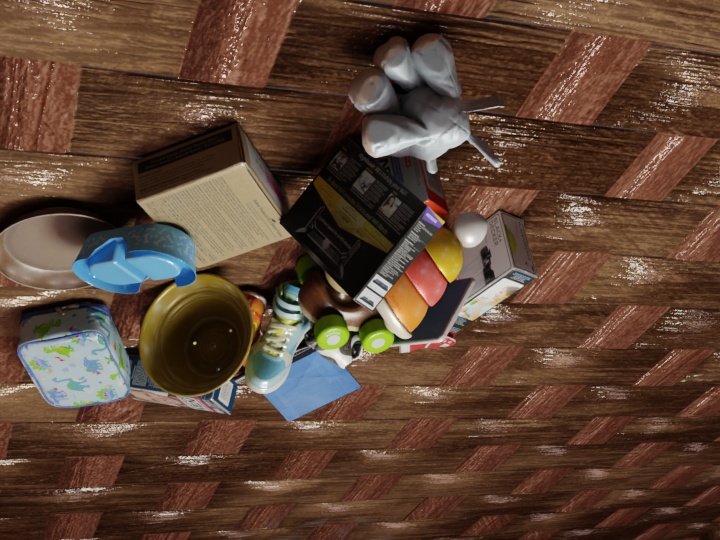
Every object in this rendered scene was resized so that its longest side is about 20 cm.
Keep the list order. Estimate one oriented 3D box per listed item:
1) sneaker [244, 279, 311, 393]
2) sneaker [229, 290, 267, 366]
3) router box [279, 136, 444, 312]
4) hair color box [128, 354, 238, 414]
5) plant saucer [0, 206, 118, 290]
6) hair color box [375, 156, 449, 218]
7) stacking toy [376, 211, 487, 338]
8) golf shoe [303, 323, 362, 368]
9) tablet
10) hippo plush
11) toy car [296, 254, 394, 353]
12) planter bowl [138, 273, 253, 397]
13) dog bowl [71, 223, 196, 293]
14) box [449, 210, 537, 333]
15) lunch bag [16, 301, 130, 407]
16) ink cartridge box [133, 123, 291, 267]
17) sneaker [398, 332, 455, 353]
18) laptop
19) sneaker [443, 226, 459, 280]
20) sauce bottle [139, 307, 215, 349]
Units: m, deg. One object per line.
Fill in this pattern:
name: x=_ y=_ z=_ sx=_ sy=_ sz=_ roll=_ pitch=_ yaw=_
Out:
sneaker: x=-0.133 y=0.096 z=1.753 sx=0.078 sy=0.202 sz=0.132 roll=19 pitch=139 yaw=5
sneaker: x=-0.203 y=0.114 z=1.829 sx=0.072 sy=0.078 sz=0.201 roll=17 pitch=144 yaw=9
router box: x=-0.002 y=-0.066 z=1.449 sx=0.158 sy=0.200 sz=0.052 roll=-50 pitch=140 yaw=6
hair color box: x=-0.328 y=0.202 z=1.880 sx=0.196 sy=0.062 sz=0.100 roll=7 pitch=159 yaw=18
plant saucer: x=-0.440 y=-0.036 z=1.561 sx=0.196 sy=0.033 sz=0.201 roll=-8 pitch=150 yaw=-5
hair color box: x=0.023 y=-0.093 z=1.548 sx=0.198 sy=0.112 sz=0.064 roll=-29 pitch=146 yaw=26
stacking toy: x=0.098 y=-0.012 z=1.502 sx=0.198 sy=0.147 sz=0.146 roll=-33 pitch=146 yaw=4
golf shoe: x=-0.037 y=0.112 z=1.798 sx=0.078 sy=0.095 sz=0.200 roll=-42 pitch=-176 yaw=18
tablet: x=0.093 y=0.072 z=1.713 sx=0.014 sy=0.131 sz=0.198 roll=46 pitch=148 yaw=-24
hippo plush: x=0.083 y=-0.215 z=1.381 sx=0.196 sy=0.163 sz=0.161 roll=5 pitch=180 yaw=2
toy car: x=0.000 y=0.000 z=1.664 sx=0.155 sy=0.166 sz=0.201 roll=6 pitch=133 yaw=-27
planter bowl: x=-0.251 y=0.114 z=1.715 sx=0.197 sy=0.204 sz=0.084 roll=-17 pitch=157 yaw=10
dog bowl: x=-0.318 y=-0.018 z=1.505 sx=0.197 sy=0.050 sz=0.111 roll=-8 pitch=150 yaw=30
box: x=0.194 y=0.004 z=1.763 sx=0.059 sy=0.118 sz=0.199 roll=18 pitch=140 yaw=-36
lunch bag: x=-0.477 y=0.143 z=1.767 sx=0.158 sy=0.083 sz=0.202 roll=-10 pitch=139 yaw=0
ink cartridge box: x=-0.202 y=-0.100 z=1.494 sx=0.162 sy=0.076 sz=0.201 roll=-19 pitch=148 yaw=9
sneaker: x=0.120 y=0.090 z=1.919 sx=0.110 sy=0.072 sz=0.201 roll=-6 pitch=157 yaw=-1
laptop: x=-0.133 y=0.219 z=1.990 sx=0.186 sy=0.117 sz=0.199 roll=-28 pitch=173 yaw=25
sneaker: x=0.099 y=-0.043 z=1.681 sx=0.073 sy=0.088 sz=0.200 roll=-2 pitch=163 yaw=27
sauce bottle: x=-0.303 y=0.123 z=1.837 sx=0.065 sy=0.067 sz=0.200 roll=-22 pitch=150 yaw=17
